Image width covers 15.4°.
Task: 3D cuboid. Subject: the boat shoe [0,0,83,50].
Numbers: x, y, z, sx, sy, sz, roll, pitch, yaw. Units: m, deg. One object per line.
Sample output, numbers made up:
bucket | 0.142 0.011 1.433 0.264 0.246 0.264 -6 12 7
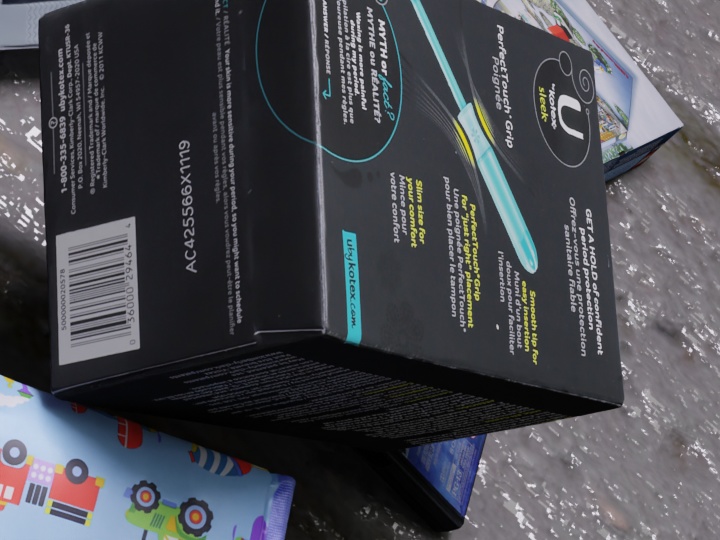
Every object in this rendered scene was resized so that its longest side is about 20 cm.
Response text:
boat shoe | -0.193 -0.123 1.124 0.200 0.074 0.067 -1 27 -32

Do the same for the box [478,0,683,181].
box | 0.059 -0.125 1.324 0.200 0.038 0.137 53 36 9

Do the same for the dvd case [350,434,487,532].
dvd case | 0.000 0.000 1.135 0.200 0.018 0.143 47 45 -35

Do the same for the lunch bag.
lunch bag | -0.121 0.154 0.955 0.150 0.094 0.200 21 60 -24

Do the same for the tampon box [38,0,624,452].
tampon box | -0.008 -0.021 1.003 0.200 0.126 0.150 16 67 -53
